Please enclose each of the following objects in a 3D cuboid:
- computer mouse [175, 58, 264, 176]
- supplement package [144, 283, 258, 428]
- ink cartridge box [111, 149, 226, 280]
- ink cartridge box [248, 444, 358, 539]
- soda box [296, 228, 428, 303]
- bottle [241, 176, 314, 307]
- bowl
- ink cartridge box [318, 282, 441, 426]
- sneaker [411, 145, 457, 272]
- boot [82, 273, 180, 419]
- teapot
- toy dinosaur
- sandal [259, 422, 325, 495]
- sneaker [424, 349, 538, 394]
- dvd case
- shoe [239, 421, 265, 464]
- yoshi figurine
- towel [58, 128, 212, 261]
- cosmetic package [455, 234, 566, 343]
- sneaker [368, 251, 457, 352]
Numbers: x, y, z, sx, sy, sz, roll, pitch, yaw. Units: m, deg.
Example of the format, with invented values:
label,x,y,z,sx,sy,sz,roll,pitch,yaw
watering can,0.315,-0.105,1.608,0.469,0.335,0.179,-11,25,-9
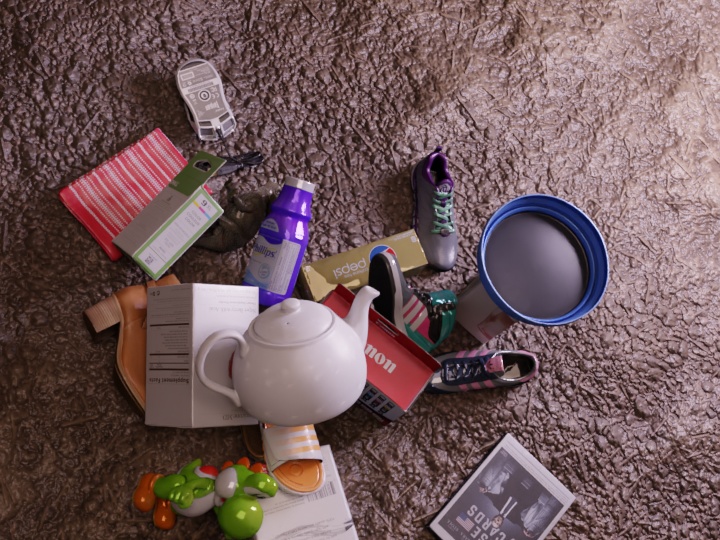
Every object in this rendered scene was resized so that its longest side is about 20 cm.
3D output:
label,x,y,z,sx,sy,sz,roll,pitch,yaw
computer mouse,-0.240,-0.247,1.732,0.110,0.044,0.200,-20,84,-14
supplement package,-0.227,0.122,1.534,0.121,0.120,0.200,4,84,-44
ink cartridge box,-0.273,-0.085,1.611,0.200,0.104,0.059,-48,121,-10
ink cartridge box,-0.089,0.372,1.547,0.145,0.083,0.200,-13,75,-17
soda box,0.000,0.000,1.695,0.200,0.068,0.064,-19,79,-18
bottle,-0.121,-0.044,1.641,0.065,0.084,0.200,16,93,-42
bowl,0.264,-0.012,1.563,0.200,0.039,0.201,4,72,-13
ink cartridge box,0.003,0.128,1.598,0.200,0.176,0.084,38,68,1
sneaker,0.124,-0.100,1.746,0.074,0.088,0.200,-6,74,-15
boot,-0.302,0.110,1.589,0.155,0.074,0.200,-25,86,-26
teapot,-0.091,0.107,1.445,0.197,0.146,0.200,4,29,21
toy dinosaur,-0.194,-0.075,1.666,0.200,0.077,0.102,-49,121,-9
sandal,-0.109,0.221,1.527,0.079,0.059,0.207,-14,63,-16
sneaker,0.185,0.152,1.683,0.200,0.082,0.070,-5,74,-15
dvd case,0.218,0.374,1.652,0.150,0.025,0.200,43,68,3
shoe,-0.160,0.197,1.603,0.070,0.053,0.200,-9,61,-4
yoshi figurine,-0.211,0.327,1.475,0.200,0.112,0.112,-10,96,22
towel,-0.353,-0.121,1.675,0.200,0.022,0.145,-38,85,-21
cosmetic package,0.225,0.034,1.668,0.087,0.200,0.103,43,70,1
sneaker,0.090,0.045,1.665,0.121,0.084,0.200,-26,120,-25
